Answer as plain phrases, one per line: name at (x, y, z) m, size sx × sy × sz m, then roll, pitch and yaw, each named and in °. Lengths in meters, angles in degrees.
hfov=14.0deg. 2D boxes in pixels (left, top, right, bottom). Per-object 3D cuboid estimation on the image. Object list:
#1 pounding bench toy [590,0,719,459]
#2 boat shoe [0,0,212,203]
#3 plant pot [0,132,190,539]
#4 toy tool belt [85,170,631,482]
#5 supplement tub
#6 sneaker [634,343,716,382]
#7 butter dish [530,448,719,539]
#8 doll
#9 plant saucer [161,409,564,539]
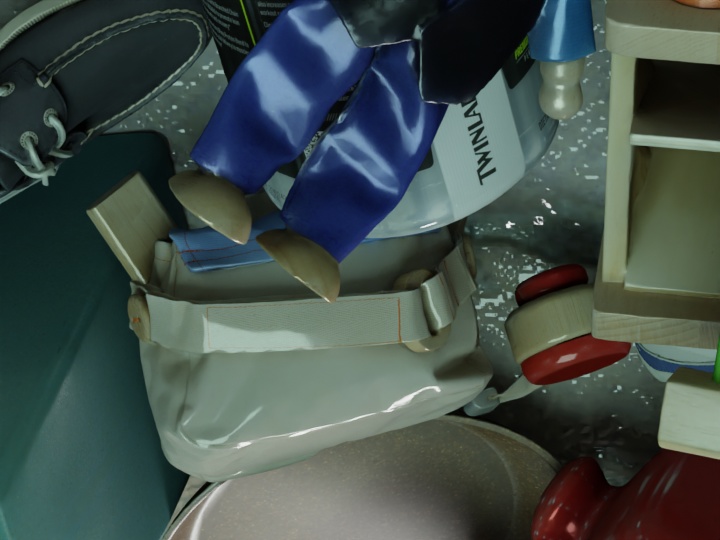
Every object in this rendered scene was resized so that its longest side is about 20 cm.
pounding bench toy at (0.148, -0.047, 1.053) m, size 0.123 × 0.201 × 0.157 m, roll 5°, pitch 129°, yaw 8°
boat shoe at (-0.137, -0.046, 1.160) m, size 0.199 × 0.063 × 0.073 m, roll -31°, pitch 143°, yaw 0°
plant pot at (-0.154, 0.063, 1.202) m, size 0.140 × 0.201 × 0.142 m, roll -2°, pitch 127°, yaw 14°
toy tool belt at (0.000, 0.000, 1.167) m, size 0.199 × 0.124 × 0.125 m, roll -14°, pitch 169°, yaw -15°
supplement tub at (-0.003, -0.123, 1.077) m, size 0.122 × 0.123 × 0.201 m, roll -6°, pitch 126°, yaw 16°
sneaker at (0.206, 0.015, 1.184) m, size 0.198 × 0.076 × 0.088 m, roll 7°, pitch 151°, yaw 4°
butter dish at (0.139, 0.130, 1.225) m, size 0.147 × 0.200 × 0.200 m, roll 30°, pitch 130°, yaw 17°
doll at (0.024, -0.088, 1.004) m, size 0.136 × 0.048 × 0.200 m, roll 33°, pitch 97°, yaw -23°
plant saucer at (0.000, 0.123, 1.288) m, size 0.199 × 0.037 × 0.201 m, roll -8°, pitch 133°, yaw -9°
